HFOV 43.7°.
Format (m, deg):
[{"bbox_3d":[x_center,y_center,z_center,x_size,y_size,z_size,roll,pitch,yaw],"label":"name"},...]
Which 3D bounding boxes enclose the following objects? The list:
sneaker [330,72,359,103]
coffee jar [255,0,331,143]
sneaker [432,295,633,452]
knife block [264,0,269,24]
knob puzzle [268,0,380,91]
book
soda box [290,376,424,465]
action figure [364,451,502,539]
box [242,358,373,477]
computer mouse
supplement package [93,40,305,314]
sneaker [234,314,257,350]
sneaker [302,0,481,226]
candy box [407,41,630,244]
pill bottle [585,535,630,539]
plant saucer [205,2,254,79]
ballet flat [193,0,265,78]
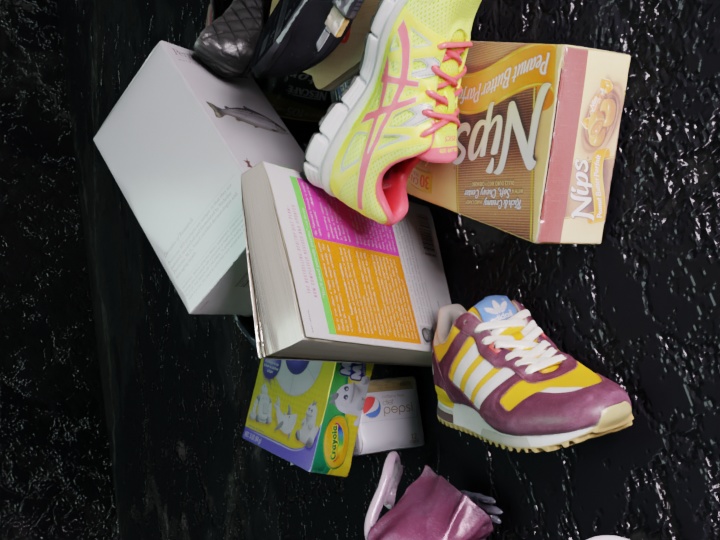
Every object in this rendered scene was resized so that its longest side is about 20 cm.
[{"bbox_3d":[0.027,-0.192,0.722,0.074,0.086,0.205,2,89,51],"label":"sneaker"},{"bbox_3d":[-0.046,-0.219,0.862,0.086,0.102,0.203,-111,28,-51],"label":"coffee jar"},{"bbox_3d":[0.101,0.063,0.604,0.199,0.074,0.092,-6,93,65],"label":"sneaker"},{"bbox_3d":[-0.082,-0.206,0.995,0.199,0.063,0.180,-163,71,-64],"label":"knife block"},{"bbox_3d":[-0.001,-0.233,0.663,0.218,0.030,0.225,-6,82,55],"label":"knob puzzle"},{"bbox_3d":[0.000,0.000,0.684,0.048,0.198,0.136,-24,68,36],"label":"book"},{"bbox_3d":[-0.012,0.149,0.876,0.200,0.067,0.065,149,116,-64],"label":"soda box"},{"bbox_3d":[0.012,0.230,0.673,0.148,0.199,0.136,35,147,31],"label":"action figure"},{"bbox_3d":[-0.036,0.065,0.791,0.116,0.048,0.204,8,82,52],"label":"box"},{"bbox_3d":[-0.011,-0.177,0.587,0.200,0.045,0.142,-46,28,36],"label":"computer mouse"},{"bbox_3d":[-0.120,-0.076,0.773,0.117,0.116,0.201,-46,64,25],"label":"supplement package"},{"bbox_3d":[-0.097,0.020,0.982,0.130,0.078,0.203,77,-177,-76],"label":"sneaker"},{"bbox_3d":[0.042,-0.117,0.601,0.090,0.078,0.202,44,124,21],"label":"sneaker"},{"bbox_3d":[0.094,-0.096,0.621,0.199,0.054,0.118,-149,62,-61],"label":"candy box"},{"bbox_3d":[0.117,0.246,0.548,0.202,0.109,0.112,114,144,-44],"label":"pill bottle"},{"bbox_3d":[-0.142,-0.196,0.938,0.200,0.050,0.205,-174,90,-78],"label":"plant saucer"},{"bbox_3d":[-0.118,-0.245,0.807,0.067,0.056,0.202,-46,35,29],"label":"ballet flat"}]
